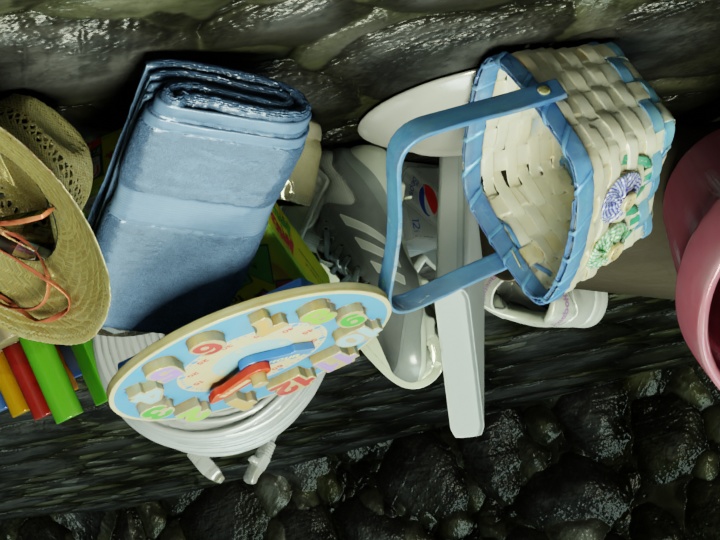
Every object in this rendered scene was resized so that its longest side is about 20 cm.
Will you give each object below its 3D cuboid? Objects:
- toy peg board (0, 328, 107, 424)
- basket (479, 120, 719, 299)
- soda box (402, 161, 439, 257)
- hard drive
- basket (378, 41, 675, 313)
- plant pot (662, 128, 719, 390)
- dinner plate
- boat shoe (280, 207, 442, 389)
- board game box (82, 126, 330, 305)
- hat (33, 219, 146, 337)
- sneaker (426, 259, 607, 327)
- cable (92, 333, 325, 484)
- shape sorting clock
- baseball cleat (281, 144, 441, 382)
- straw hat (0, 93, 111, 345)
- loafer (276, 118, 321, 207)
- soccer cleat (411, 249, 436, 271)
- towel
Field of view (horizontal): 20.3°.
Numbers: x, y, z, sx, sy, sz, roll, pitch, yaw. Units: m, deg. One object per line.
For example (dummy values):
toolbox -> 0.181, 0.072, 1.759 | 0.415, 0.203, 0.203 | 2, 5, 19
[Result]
toy peg board -> -0.243, 0.074, 1.764 | 0.200, 0.098, 0.199 | -23, 177, -32
basket -> 0.205, -0.048, 1.633 | 0.199, 0.136, 0.180 | 0, 145, -27
soda box -> -0.021, -0.029, 1.666 | 0.200, 0.069, 0.063 | -19, 167, 36
hard drive -> 0.076, 0.012, 1.521 | 0.027, 0.132, 0.200 | -4, -146, 7
basket -> 0.105, -0.061, 1.350 | 0.199, 0.139, 0.177 | -18, 145, -16
plant pot -> 0.314, -0.018, 1.501 | 0.199, 0.201, 0.179 | -9, -150, -9
dinner plate -> 0.097, -0.113, 1.466 | 0.199, 0.024, 0.200 | -11, 171, -2
boat shoe -> -0.002, 0.002, 1.554 | 0.072, 0.202, 0.060 | -39, 179, 18
board game box -> -0.104, -0.021, 1.360 | 0.101, 0.048, 0.200 | -23, 134, 11
hat -> -0.176, 0.005, 1.490 | 0.200, 0.081, 0.201 | -3, -168, 1
sneaker -> 0.112, -0.009, 1.716 | 0.200, 0.075, 0.099 | 25, -160, 30
cable -> -0.120, 0.046, 1.608 | 0.200, 0.200, 0.069 | 33, 172, 14
shape sorting clock -> -0.073, 0.058, 1.344 | 0.199, 0.039, 0.200 | -21, 165, -6
baseball cleat -> -0.007, -0.003, 1.464 | 0.106, 0.201, 0.070 | -2, 143, -14
straw hat -> -0.211, -0.056, 1.234 | 0.201, 0.201, 0.085 | -24, -156, 51
loafer -> -0.119, -0.056, 1.413 | 0.199, 0.069, 0.076 | -15, 169, 18
soccer cleat -> 0.006, -0.014, 1.726 | 0.200, 0.086, 0.068 | -20, 166, 40
towel -> -0.110, -0.044, 1.269 | 0.111, 0.049, 0.200 | 9, 131, -21
